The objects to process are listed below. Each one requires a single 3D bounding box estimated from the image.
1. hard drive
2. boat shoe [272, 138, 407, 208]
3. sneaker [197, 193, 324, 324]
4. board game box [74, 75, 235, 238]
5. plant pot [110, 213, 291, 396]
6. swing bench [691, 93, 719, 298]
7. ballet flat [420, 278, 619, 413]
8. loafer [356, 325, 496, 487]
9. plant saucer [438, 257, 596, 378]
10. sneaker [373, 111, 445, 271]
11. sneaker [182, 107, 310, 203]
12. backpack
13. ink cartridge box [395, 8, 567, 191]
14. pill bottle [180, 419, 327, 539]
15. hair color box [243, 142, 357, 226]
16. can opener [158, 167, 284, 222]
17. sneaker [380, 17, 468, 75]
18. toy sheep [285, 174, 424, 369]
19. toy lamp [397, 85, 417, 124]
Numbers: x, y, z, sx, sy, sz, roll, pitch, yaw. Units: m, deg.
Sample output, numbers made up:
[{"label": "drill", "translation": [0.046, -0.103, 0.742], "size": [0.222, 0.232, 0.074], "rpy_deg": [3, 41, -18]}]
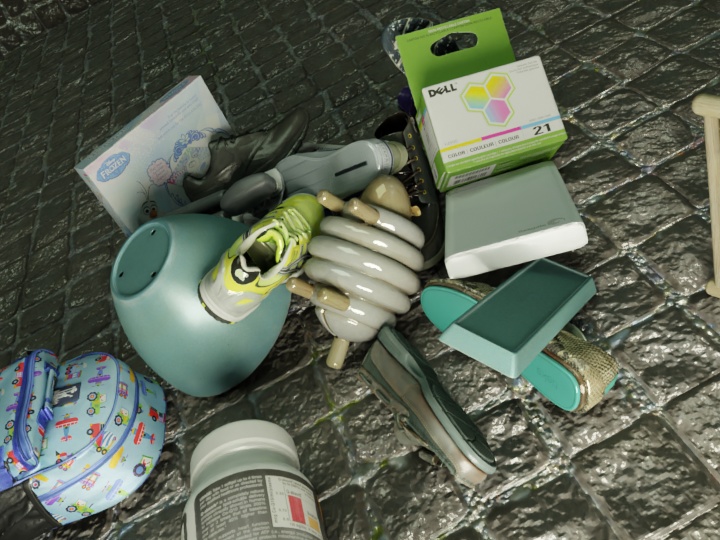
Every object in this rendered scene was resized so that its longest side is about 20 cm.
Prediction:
[{"label": "hard drive", "translation": [0.152, -0.059, 0.734], "size": [0.129, 0.027, 0.201], "rpy_deg": [-15, 22, 14]}, {"label": "boat shoe", "translation": [-0.029, -0.107, 0.823], "size": [0.197, 0.074, 0.061], "rpy_deg": [-5, 4, 44]}, {"label": "sneaker", "translation": [-0.082, -0.023, 0.725], "size": [0.076, 0.075, 0.201], "rpy_deg": [-39, 11, 42]}, {"label": "board game box", "translation": [-0.242, -0.118, 0.953], "size": [0.043, 0.201, 0.200], "rpy_deg": [17, 55, 47]}, {"label": "plant pot", "translation": [-0.192, 0.018, 0.776], "size": [0.196, 0.134, 0.204], "rpy_deg": [-18, 55, 27]}, {"label": "swing bench", "translation": [0.356, -0.036, 0.493], "size": [0.128, 0.201, 0.201], "rpy_deg": [-31, 37, -5]}, {"label": "ballet flat", "translation": [0.144, 0.057, 0.642], "size": [0.074, 0.069, 0.199], "rpy_deg": [-23, 37, -32]}, {"label": "loafer", "translation": [0.051, 0.126, 0.621], "size": [0.063, 0.072, 0.200], "rpy_deg": [-47, 31, 7]}, {"label": "plant saucer", "translation": [0.143, 0.030, 0.608], "size": [0.069, 0.019, 0.199], "rpy_deg": [25, 30, 26]}, {"label": "sneaker", "translation": [0.048, -0.093, 0.822], "size": [0.073, 0.107, 0.202], "rpy_deg": [-17, 39, 13]}, {"label": "sneaker", "translation": [-0.149, -0.149, 0.924], "size": [0.200, 0.091, 0.076], "rpy_deg": [-44, 13, -5]}, {"label": "backpack", "translation": [-0.308, 0.166, 0.732], "size": [0.196, 0.136, 0.184], "rpy_deg": [-21, 39, 4]}, {"label": "ink cartridge box", "translation": [0.133, -0.214, 0.823], "size": [0.144, 0.076, 0.205], "rpy_deg": [-16, 81, -3]}, {"label": "pill bottle", "translation": [-0.078, 0.221, 0.539], "size": [0.114, 0.118, 0.202], "rpy_deg": [-25, 38, 3]}, {"label": "hair color box", "translation": [-0.084, -0.081, 0.928], "size": [0.099, 0.061, 0.201], "rpy_deg": [12, 54, 39]}, {"label": "can opener", "translation": [-0.180, -0.077, 0.861], "size": [0.196, 0.067, 0.055], "rpy_deg": [-18, 65, 24]}, {"label": "sneaker", "translation": [0.104, -0.284, 0.972], "size": [0.086, 0.196, 0.079], "rpy_deg": [32, 105, 60]}, {"label": "toy sheep", "translation": [0.000, 0.000, 0.722], "size": [0.136, 0.137, 0.204], "rpy_deg": [21, 88, 44]}, {"label": "toy lamp", "translation": [0.118, -0.210, 0.953], "size": [0.058, 0.059, 0.199], "rpy_deg": [-37, 38, -12]}]
